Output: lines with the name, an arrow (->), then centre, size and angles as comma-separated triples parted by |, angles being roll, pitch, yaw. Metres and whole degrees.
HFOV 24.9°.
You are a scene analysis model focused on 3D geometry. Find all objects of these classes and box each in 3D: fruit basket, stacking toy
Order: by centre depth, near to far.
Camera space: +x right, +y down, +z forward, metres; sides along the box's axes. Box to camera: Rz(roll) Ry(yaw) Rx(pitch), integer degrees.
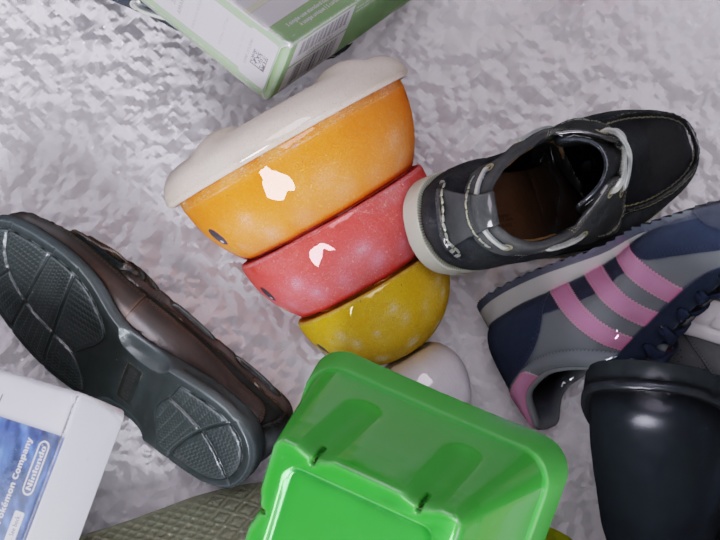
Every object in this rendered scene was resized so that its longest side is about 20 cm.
fruit basket -> 0.025, 0.154, 0.793 | 0.155, 0.216, 0.216 | 22, 79, 18
stacking toy -> 0.000, 0.000, 0.864 | 0.146, 0.146, 0.201 | -29, 93, -5

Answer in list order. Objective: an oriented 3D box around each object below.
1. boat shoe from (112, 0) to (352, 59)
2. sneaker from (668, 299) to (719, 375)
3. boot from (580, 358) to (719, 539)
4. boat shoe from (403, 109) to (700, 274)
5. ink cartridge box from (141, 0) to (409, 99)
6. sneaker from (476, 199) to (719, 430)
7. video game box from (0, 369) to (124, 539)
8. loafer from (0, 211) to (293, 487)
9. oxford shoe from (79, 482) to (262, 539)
boat shoe -> -0.092, -0.167, 0.926 | 0.199, 0.060, 0.076 | 29, 46, 5
sneaker -> 0.234, 0.073, 0.846 | 0.199, 0.074, 0.085 | 18, 91, 32
boot -> 0.140, 0.151, 0.768 | 0.076, 0.200, 0.169 | 3, 64, 17
boat shoe -> 0.117, -0.045, 0.852 | 0.199, 0.068, 0.072 | -18, 85, -37
ink cartridge box -> -0.077, -0.192, 0.880 | 0.200, 0.048, 0.145 | 39, 48, 11
sneaker -> 0.150, 0.021, 0.830 | 0.070, 0.200, 0.082 | -2, 72, -44
video game box -> -0.232, 0.140, 0.831 | 0.181, 0.047, 0.201 | 11, 76, 34
loafer -> -0.123, 0.038, 0.887 | 0.200, 0.063, 0.072 | 41, 123, 11
oxford shoe -> -0.088, 0.161, 0.856 | 0.199, 0.075, 0.058 | -14, 119, -10
